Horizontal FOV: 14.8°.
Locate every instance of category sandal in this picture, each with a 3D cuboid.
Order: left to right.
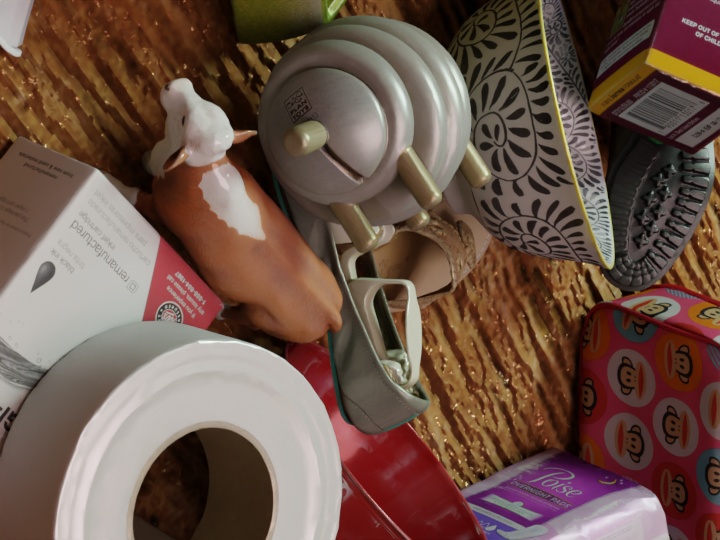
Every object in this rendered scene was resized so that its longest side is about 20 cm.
[{"bbox_3d":[0.030,0.002,1.796,0.211,0.069,0.078,-14,114,-39],"label":"sandal"}]

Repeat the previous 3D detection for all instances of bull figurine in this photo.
[{"bbox_3d":[-0.085,-0.031,1.637,0.065,0.121,0.200,-49,126,-21],"label":"bull figurine"}]

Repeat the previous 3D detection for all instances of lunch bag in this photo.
[{"bbox_3d":[0.236,0.121,1.954,0.082,0.176,0.201,-15,116,-38],"label":"lunch bag"}]

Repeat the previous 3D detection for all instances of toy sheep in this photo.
[{"bbox_3d":[0.003,-0.086,1.646,0.200,0.137,0.139,-22,124,-71],"label":"toy sheep"}]

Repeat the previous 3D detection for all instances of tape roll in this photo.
[{"bbox_3d":[-0.108,0.133,1.582,0.202,0.071,0.204,-8,103,-38],"label":"tape roll"}]

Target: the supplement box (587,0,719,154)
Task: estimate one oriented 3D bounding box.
[{"bbox_3d":[0.231,-0.193,1.830,0.085,0.110,0.201,22,72,-11],"label":"supplement box"}]

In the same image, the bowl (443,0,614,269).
[{"bbox_3d":[0.096,-0.089,1.785,0.201,0.094,0.202,-12,90,-79],"label":"bowl"}]

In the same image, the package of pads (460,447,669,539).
[{"bbox_3d":[0.103,0.196,1.899,0.199,0.120,0.076,-20,118,-36],"label":"package of pads"}]

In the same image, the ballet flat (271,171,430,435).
[{"bbox_3d":[0.000,0.000,1.714,0.067,0.063,0.201,1,72,-65],"label":"ballet flat"}]

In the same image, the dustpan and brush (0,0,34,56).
[{"bbox_3d":[-0.196,-0.192,1.480,0.200,0.057,0.140,14,93,-64],"label":"dustpan and brush"}]

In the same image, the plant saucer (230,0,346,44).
[{"bbox_3d":[-0.002,-0.233,1.620,0.200,0.048,0.200,-54,169,-13],"label":"plant saucer"}]

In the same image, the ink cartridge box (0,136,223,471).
[{"bbox_3d":[-0.194,0.050,1.598,0.200,0.083,0.147,-55,134,-14],"label":"ink cartridge box"}]

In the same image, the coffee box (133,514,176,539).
[{"bbox_3d":[-0.098,0.249,1.761,0.200,0.080,0.113,38,81,-43],"label":"coffee box"}]

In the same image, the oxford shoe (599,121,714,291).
[{"bbox_3d":[0.203,-0.079,1.907,0.072,0.084,0.201,18,78,-9],"label":"oxford shoe"}]

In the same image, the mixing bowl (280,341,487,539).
[{"bbox_3d":[-0.018,0.153,1.746,0.108,0.201,0.200,-41,134,11],"label":"mixing bowl"}]
